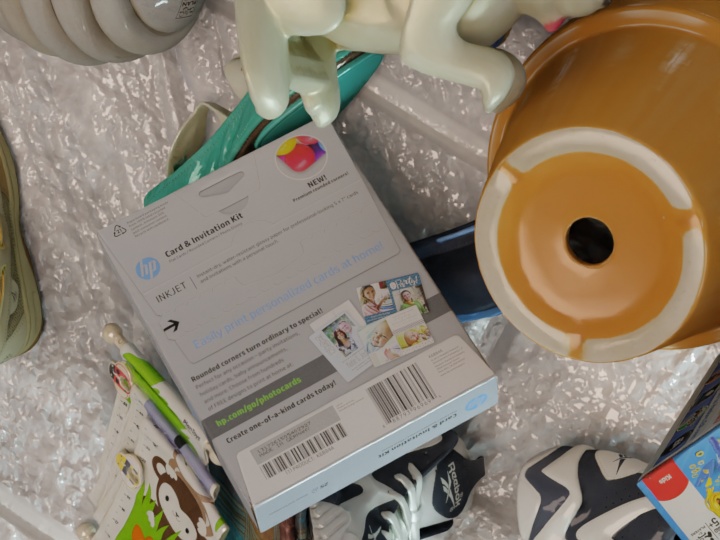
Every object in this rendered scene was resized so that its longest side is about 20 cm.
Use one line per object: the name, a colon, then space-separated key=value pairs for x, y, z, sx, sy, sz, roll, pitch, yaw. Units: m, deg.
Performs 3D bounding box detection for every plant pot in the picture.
plant pot: x=0.148 y=-0.039 z=1.216 sx=0.199 sy=0.183 sz=0.202 roll=7 pitch=108 yaw=20

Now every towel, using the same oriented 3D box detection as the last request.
towel: x=-0.066 y=0.142 z=1.371 sx=0.022 sy=0.200 sz=0.148 roll=-7 pitch=106 yaw=-15

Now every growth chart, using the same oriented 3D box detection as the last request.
growth chart: x=-0.130 y=0.149 z=1.442 sx=0.145 sy=0.018 sz=0.201 roll=41 pitch=134 yaw=31

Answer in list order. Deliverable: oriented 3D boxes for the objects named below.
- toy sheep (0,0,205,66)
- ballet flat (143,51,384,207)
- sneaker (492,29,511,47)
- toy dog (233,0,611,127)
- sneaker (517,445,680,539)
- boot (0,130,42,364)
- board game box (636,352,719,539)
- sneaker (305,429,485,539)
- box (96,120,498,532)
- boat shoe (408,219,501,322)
toy sheep: x=-0.153 y=-0.186 z=1.328 sx=0.199 sy=0.137 sz=0.139 roll=11 pitch=111 yaw=38
ballet flat: x=-0.069 y=-0.088 z=1.361 sx=0.071 sy=0.067 sz=0.200 roll=50 pitch=116 yaw=17
sneaker: x=0.015 y=-0.207 z=1.263 sx=0.075 sy=0.088 sz=0.201 roll=-25 pitch=91 yaw=56
toy dog: x=0.044 y=-0.170 z=1.178 sx=0.198 sy=0.139 sz=0.196 roll=-10 pitch=80 yaw=14
sneaker: x=0.171 y=0.202 z=1.331 sx=0.129 sy=0.079 sz=0.201 roll=-3 pitch=95 yaw=32
boot: x=-0.278 y=-0.020 z=1.415 sx=0.072 sy=0.155 sz=0.202 roll=-7 pitch=103 yaw=24
board game box: x=0.257 y=0.046 z=1.189 sx=0.196 sy=0.200 sz=0.056 roll=-39 pitch=91 yaw=28
sneaker: x=0.023 y=0.142 z=1.331 sx=0.129 sy=0.199 sz=0.080 roll=-9 pitch=119 yaw=-15
box: x=-0.038 y=0.026 z=1.278 sx=0.155 sy=0.041 sz=0.201 roll=-28 pitch=64 yaw=-11
boat shoe: x=0.000 y=0.000 z=1.361 sx=0.198 sy=0.084 sz=0.069 roll=-7 pitch=96 yaw=7
